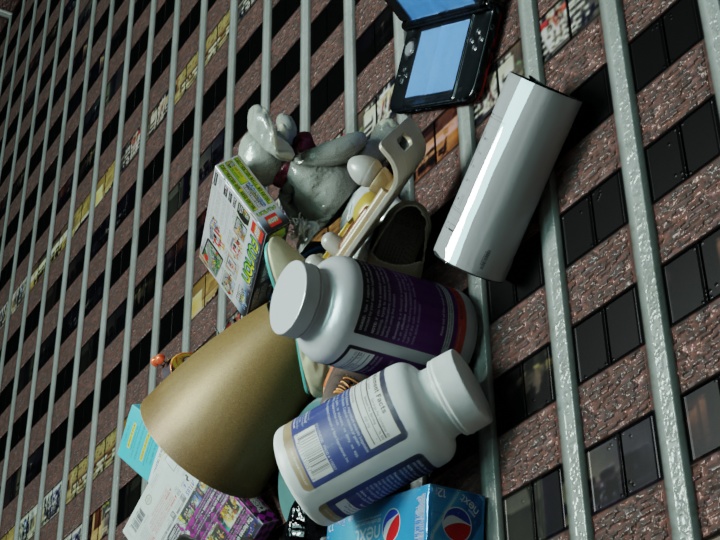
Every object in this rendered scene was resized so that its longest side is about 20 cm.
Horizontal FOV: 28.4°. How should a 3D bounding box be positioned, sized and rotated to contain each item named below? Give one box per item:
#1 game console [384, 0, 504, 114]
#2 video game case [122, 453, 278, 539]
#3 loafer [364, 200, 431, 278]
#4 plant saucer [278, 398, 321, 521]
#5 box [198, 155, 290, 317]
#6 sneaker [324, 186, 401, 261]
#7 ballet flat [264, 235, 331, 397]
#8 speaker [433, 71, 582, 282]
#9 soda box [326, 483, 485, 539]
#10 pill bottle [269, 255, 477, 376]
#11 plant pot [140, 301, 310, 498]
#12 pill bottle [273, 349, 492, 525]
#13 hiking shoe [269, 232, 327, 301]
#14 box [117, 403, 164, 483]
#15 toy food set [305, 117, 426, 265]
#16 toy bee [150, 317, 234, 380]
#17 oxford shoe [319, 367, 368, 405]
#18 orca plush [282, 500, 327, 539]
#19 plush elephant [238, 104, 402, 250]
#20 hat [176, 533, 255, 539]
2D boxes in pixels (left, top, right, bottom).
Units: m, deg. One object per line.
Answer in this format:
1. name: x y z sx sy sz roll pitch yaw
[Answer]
1. game console: 0.062 -0.283 1.644 0.200 0.119 0.173 3 78 63
2. video game case: -0.208 0.325 1.813 0.181 0.036 0.200 45 120 28
3. loafer: 0.031 0.010 1.561 0.068 0.076 0.200 84 -163 -74
4. plant saucer: -0.048 0.227 1.655 0.200 0.036 0.200 -39 42 48
5. box: -0.142 -0.036 1.705 0.110 0.035 0.200 52 152 19
6. sneaker: 0.000 0.000 1.652 0.099 0.078 0.200 38 110 58
7. ballet flat: -0.051 0.050 1.627 0.069 0.069 0.200 23 133 63
8. speaker: 0.146 -0.094 1.417 0.200 0.081 0.081 -68 27 11
9. soda box: 0.041 0.266 1.425 0.200 0.068 0.064 -29 51 54
10. pill bottle: 0.013 0.051 1.454 0.112 0.200 0.113 -40 42 47
11. plant pot: -0.138 0.143 1.744 0.200 0.186 0.186 -52 31 14
12. pill bottle: 0.024 0.160 1.402 0.200 0.111 0.111 -30 41 11
13. hiking shoe: -0.092 0.041 1.823 0.200 0.074 0.087 -39 34 34
14. box: -0.242 0.260 1.903 0.200 0.049 0.082 32 110 39
15. toy food set: -0.009 -0.067 1.531 0.200 0.060 0.144 -54 -1 22
16. toy bee: -0.246 0.162 1.994 0.131 0.109 0.200 -50 35 41
17. oxford shoe: -0.010 0.145 1.549 0.073 0.071 0.200 103 -176 -56
18. orca plush: -0.057 0.307 1.545 0.105 0.071 0.200 11 89 36
19. plush elephant: -0.079 -0.126 1.709 0.200 0.155 0.165 -47 -3 -47
20. hat: -0.135 0.365 1.673 0.081 0.201 0.201 -40 11 -30
